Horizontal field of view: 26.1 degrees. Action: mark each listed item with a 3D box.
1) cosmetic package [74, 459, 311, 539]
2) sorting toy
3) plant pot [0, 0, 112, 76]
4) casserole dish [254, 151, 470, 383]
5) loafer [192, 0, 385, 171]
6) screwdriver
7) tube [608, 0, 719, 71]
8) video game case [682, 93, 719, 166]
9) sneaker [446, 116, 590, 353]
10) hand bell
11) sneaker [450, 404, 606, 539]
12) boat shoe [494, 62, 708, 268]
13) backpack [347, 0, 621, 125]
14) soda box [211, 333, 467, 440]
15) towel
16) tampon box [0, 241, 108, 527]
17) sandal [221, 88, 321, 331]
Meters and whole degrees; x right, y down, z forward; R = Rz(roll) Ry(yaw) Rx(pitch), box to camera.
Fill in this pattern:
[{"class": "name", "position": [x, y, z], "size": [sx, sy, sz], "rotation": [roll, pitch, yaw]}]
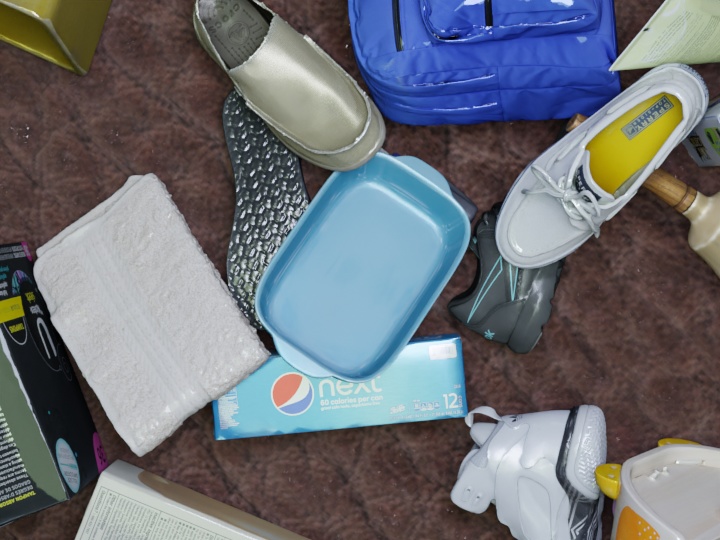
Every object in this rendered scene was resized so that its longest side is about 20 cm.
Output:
[{"class": "cosmetic package", "position": [-0.128, 0.238, 1.242], "size": [0.200, 0.071, 0.105], "rotation": [24, 93, 1]}, {"class": "sorting toy", "position": [0.229, 0.237, 1.197], "size": [0.107, 0.200, 0.180], "rotation": [27, 112, 34]}, {"class": "plant pot", "position": [-0.266, -0.291, 1.169], "size": [0.194, 0.196, 0.200], "rotation": [24, 85, 1]}, {"class": "casserole dish", "position": [0.000, 0.000, 1.194], "size": [0.121, 0.039, 0.200], "rotation": [34, 69, 0]}, {"class": "loafer", "position": [-0.065, -0.151, 1.196], "size": [0.200, 0.068, 0.076], "rotation": [41, 93, 19]}, {"class": "screwdriver", "position": [0.011, -0.100, 1.246], "size": [0.200, 0.029, 0.028], "rotation": [37, 94, 3]}, {"class": "tube", "position": [0.259, -0.181, 1.151], "size": [0.052, 0.200, 0.058], "rotation": [9, 104, 39]}, {"class": "video game case", "position": [0.341, -0.147, 1.151], "size": [0.200, 0.181, 0.046], "rotation": [-32, 93, 4]}, {"class": "sneaker", "position": [0.132, -0.037, 1.218], "size": [0.079, 0.075, 0.200], "rotation": [20, 93, 4]}, {"class": "hand bell", "position": [0.241, -0.059, 1.180], "size": [0.200, 0.104, 0.104], "rotation": [34, 94, -11]}, {"class": "sneaker", "position": [0.133, 0.199, 1.234], "size": [0.115, 0.075, 0.201], "rotation": [5, 104, 14]}, {"class": "boat shoe", "position": [0.166, -0.064, 1.118], "size": [0.202, 0.086, 0.075], "rotation": [-41, 91, 28]}, {"class": "backpack", "position": [0.087, -0.204, 1.160], "size": [0.199, 0.168, 0.163], "rotation": [-5, 70, 12]}, {"class": "soda box", "position": [-0.017, 0.091, 1.233], "size": [0.199, 0.068, 0.064], "rotation": [-5, 91, 2]}, {"class": "towel", "position": [-0.169, 0.029, 1.215], "size": [0.132, 0.034, 0.200], "rotation": [-37, 66, 5]}, {"class": "tampon box", "position": [-0.298, 0.094, 1.202], "size": [0.126, 0.150, 0.200], "rotation": [-21, 92, 4]}, {"class": "sandal", "position": [-0.070, -0.050, 1.244], "size": [0.075, 0.048, 0.201], "rotation": [-4, 80, 3]}]
